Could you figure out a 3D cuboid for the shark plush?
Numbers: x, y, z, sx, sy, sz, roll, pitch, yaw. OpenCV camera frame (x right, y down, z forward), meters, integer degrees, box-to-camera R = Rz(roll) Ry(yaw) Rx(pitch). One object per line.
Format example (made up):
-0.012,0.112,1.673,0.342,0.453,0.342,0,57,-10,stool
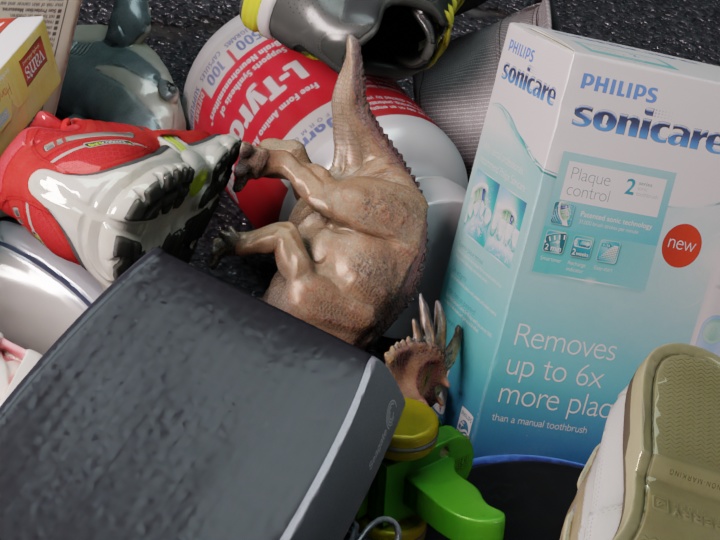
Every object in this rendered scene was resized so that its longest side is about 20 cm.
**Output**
-0.142,-0.074,1.005,0.082,0.091,0.201,-14,54,-12,shark plush

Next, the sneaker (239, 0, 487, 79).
0.023,-0.140,0.959,0.085,0.075,0.199,43,39,24,sneaker

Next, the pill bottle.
-0.012,-0.054,0.964,0.111,0.113,0.200,0,33,-33,pill bottle

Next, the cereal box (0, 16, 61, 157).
-0.248,-0.062,0.774,0.198,0.040,0.144,-2,32,16,cereal box

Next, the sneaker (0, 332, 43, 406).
-0.180,0.029,0.679,0.198,0.106,0.076,10,30,3,sneaker

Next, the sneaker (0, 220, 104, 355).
-0.199,0.015,0.777,0.198,0.074,0.071,15,36,10,sneaker

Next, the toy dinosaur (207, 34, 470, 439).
0.000,0.000,0.829,0.134,0.202,0.086,15,-17,0,toy dinosaur

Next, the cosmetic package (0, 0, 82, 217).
-0.204,-0.133,0.884,0.103,0.201,0.087,-3,34,-39,cosmetic package

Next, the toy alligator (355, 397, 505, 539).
-0.021,0.065,0.743,0.198,0.060,0.054,18,31,25,toy alligator

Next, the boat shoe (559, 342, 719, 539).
0.112,0.125,0.687,0.074,0.069,0.201,24,48,-2,boat shoe

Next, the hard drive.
-0.079,0.085,0.626,0.134,0.042,0.201,26,56,12,hard drive

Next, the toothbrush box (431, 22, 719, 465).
0.125,-0.005,0.857,0.145,0.202,0.085,10,13,-20,toothbrush box

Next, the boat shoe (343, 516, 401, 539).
-0.007,0.128,0.663,0.074,0.063,0.200,-20,55,-36,boat shoe

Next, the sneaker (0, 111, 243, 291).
-0.109,-0.043,0.787,0.084,0.078,0.200,27,4,4,sneaker

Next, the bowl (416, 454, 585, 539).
0.099,0.150,0.750,0.199,0.040,0.201,16,28,-9,bowl

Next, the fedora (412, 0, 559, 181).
0.079,-0.085,1.048,0.089,0.179,0.200,-5,3,10,fedora
